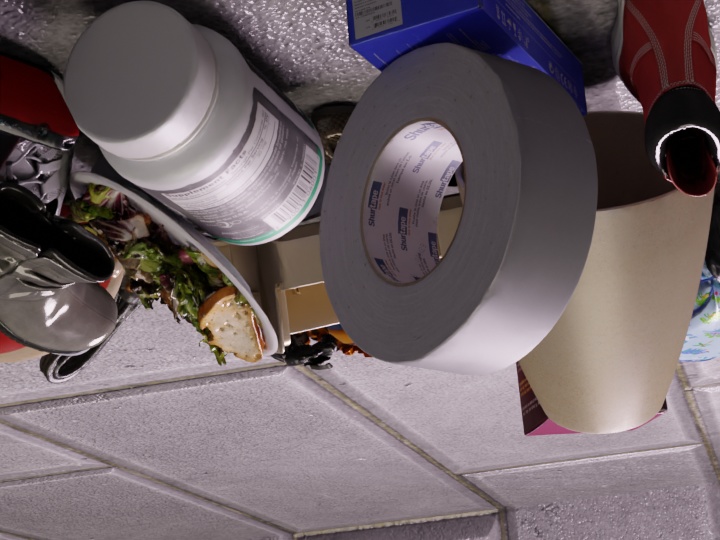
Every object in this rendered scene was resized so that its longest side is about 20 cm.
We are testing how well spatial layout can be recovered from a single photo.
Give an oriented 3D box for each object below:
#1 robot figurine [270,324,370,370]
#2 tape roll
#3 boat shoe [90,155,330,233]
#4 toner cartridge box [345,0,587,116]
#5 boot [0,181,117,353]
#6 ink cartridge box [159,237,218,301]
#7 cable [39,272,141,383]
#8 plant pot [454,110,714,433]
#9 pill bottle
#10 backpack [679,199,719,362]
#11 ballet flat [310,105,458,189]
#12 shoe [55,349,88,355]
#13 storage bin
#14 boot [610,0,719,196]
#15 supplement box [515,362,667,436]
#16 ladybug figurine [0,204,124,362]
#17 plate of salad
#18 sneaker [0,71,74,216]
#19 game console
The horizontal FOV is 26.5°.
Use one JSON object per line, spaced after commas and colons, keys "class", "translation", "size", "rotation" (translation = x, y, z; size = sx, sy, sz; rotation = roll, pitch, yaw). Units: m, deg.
{"class": "robot figurine", "translation": [-0.002, 0.033, 1.452], "size": [0.198, 0.145, 0.059], "rotation": [-4, 124, 34]}
{"class": "tape roll", "translation": [0.056, -0.038, 0.962], "size": [0.066, 0.203, 0.200], "rotation": [10, 157, -35]}
{"class": "boat shoe", "translation": [-0.112, -0.061, 1.205], "size": [0.198, 0.073, 0.066], "rotation": [-5, 166, 5]}
{"class": "toner cartridge box", "translation": [0.076, -0.145, 1.033], "size": [0.094, 0.044, 0.200], "rotation": [-11, 161, 24]}
{"class": "boot", "translation": [-0.217, 0.005, 1.070], "size": [0.130, 0.068, 0.200], "rotation": [-2, 154, 39]}
{"class": "ink cartridge box", "translation": [-0.248, 0.005, 1.411], "size": [0.199, 0.058, 0.162], "rotation": [-24, 154, 36]}
{"class": "cable", "translation": [-0.204, 0.013, 1.318], "size": [0.200, 0.050, 0.097], "rotation": [-47, 159, 21]}
{"class": "plant pot", "translation": [0.171, 0.011, 1.122], "size": [0.185, 0.202, 0.188], "rotation": [-6, -156, 3]}
{"class": "pill bottle", "translation": [-0.108, -0.096, 1.026], "size": [0.112, 0.114, 0.200], "rotation": [-10, 161, 18]}
{"class": "backpack", "translation": [0.337, 0.008, 1.447], "size": [0.162, 0.156, 0.199], "rotation": [-2, 176, -30]}
{"class": "ballet flat", "translation": [0.041, -0.085, 1.203], "size": [0.199, 0.047, 0.067], "rotation": [12, 157, -41]}
{"class": "shoe", "translation": [-0.282, -0.004, 1.152], "size": [0.072, 0.200, 0.091], "rotation": [-45, -174, 6]}
{"class": "storage bin", "translation": [0.000, 0.000, 1.236], "size": [0.198, 0.095, 0.198], "rotation": [-11, -177, -18]}
{"class": "boot", "translation": [0.212, -0.105, 1.027], "size": [0.072, 0.146, 0.200], "rotation": [-10, 163, 12]}
{"class": "supplement box", "translation": [0.198, 0.041, 1.377], "size": [0.109, 0.202, 0.086], "rotation": [-1, 163, -13]}
{"class": "ladybug figurine", "translation": [-0.283, 0.003, 1.260], "size": [0.198, 0.137, 0.072], "rotation": [-12, 153, 27]}
{"class": "plate of salad", "translation": [-0.145, 0.004, 1.134], "size": [0.199, 0.048, 0.200], "rotation": [35, 162, 13]}
{"class": "sneaker", "translation": [-0.238, -0.083, 1.084], "size": [0.074, 0.083, 0.200], "rotation": [-5, 162, 2]}
{"class": "game console", "translation": [-0.291, -0.092, 0.921], "size": [0.198, 0.120, 0.173], "rotation": [18, -162, -28]}
